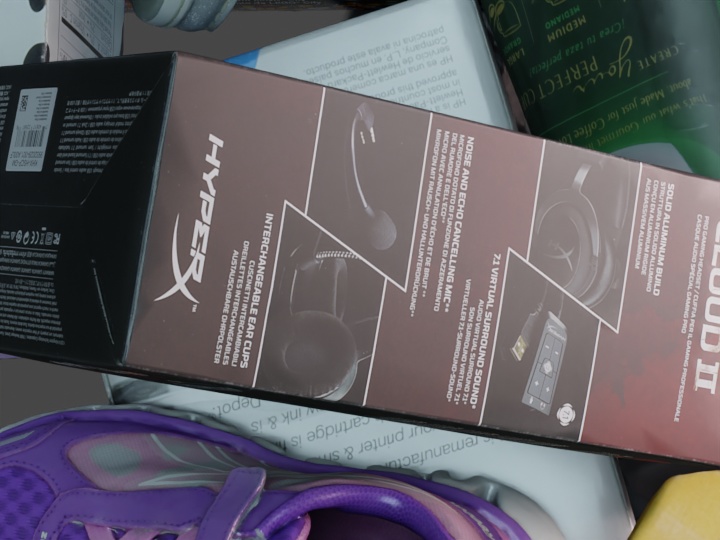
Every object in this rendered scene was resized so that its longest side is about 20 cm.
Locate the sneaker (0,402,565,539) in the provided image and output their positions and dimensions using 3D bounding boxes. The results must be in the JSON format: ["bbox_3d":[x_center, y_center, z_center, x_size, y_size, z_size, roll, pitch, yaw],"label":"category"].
[{"bbox_3d":[-0.040,0.084,0.732,0.199,0.088,0.081,6,89,9],"label":"sneaker"}]

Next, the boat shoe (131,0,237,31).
[{"bbox_3d":[-0.006,-0.158,0.796,0.065,0.074,0.203,31,82,-17],"label":"boat shoe"}]

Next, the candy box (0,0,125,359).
[{"bbox_3d":[-0.160,-0.073,0.776,0.167,0.072,0.201,-3,76,13],"label":"candy box"}]

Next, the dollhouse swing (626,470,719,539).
[{"bbox_3d":[0.095,0.190,0.692,0.200,0.176,0.182,33,132,5],"label":"dollhouse swing"}]

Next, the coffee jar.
[{"bbox_3d":[0.103,-0.034,0.759,0.104,0.085,0.201,-24,78,47],"label":"coffee jar"}]

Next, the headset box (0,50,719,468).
[{"bbox_3d":[0.000,0.000,0.669,0.199,0.149,0.078,12,86,-31],"label":"headset box"}]

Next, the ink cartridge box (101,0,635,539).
[{"bbox_3d":[-0.003,0.029,0.816,0.146,0.086,0.201,-17,87,5],"label":"ink cartridge box"}]

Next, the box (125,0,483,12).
[{"bbox_3d":[-0.024,-0.188,0.853,0.136,0.038,0.201,0,87,5],"label":"box"}]
